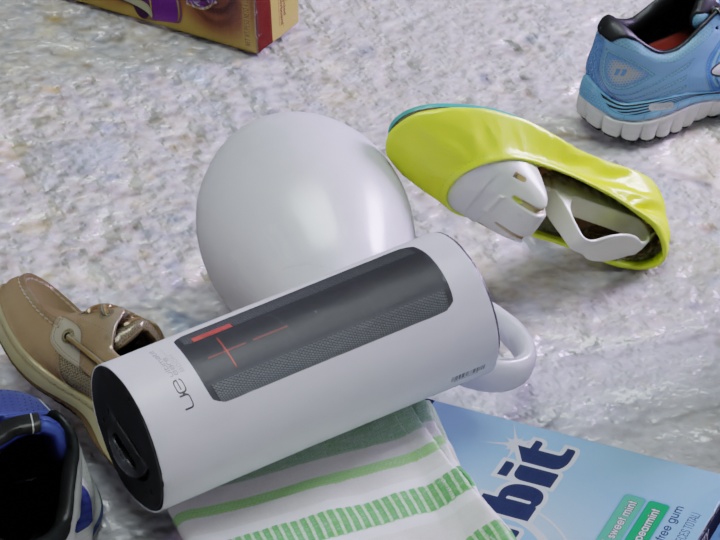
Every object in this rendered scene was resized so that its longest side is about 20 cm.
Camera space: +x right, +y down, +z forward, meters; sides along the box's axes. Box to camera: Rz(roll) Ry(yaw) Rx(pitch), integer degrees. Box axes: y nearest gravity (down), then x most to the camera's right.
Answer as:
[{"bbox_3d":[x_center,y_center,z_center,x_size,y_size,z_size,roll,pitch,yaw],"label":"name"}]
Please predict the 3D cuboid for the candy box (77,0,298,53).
[{"bbox_3d":[-0.140,-0.230,1.995,0.200,0.117,0.056,19,39,29],"label":"candy box"}]

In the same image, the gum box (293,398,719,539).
[{"bbox_3d":[0.066,0.144,1.492,0.199,0.045,0.170,14,38,22],"label":"gum box"}]

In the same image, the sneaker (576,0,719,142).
[{"bbox_3d":[0.232,-0.147,1.873,0.200,0.090,0.078,-18,37,-23],"label":"sneaker"}]

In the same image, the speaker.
[{"bbox_3d":[-0.033,0.051,1.495,0.200,0.081,0.081,-21,38,-22],"label":"speaker"}]

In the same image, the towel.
[{"bbox_3d":[-0.004,0.131,1.456,0.152,0.023,0.200,-15,35,-15],"label":"towel"}]

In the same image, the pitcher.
[{"bbox_3d":[0.000,0.000,1.658,0.171,0.121,0.200,10,30,-23],"label":"pitcher"}]

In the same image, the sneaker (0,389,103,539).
[{"bbox_3d":[-0.170,0.104,1.502,0.080,0.115,0.200,-7,34,-9],"label":"sneaker"}]

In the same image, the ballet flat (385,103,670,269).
[{"bbox_3d":[0.104,-0.043,1.695,0.200,0.067,0.067,17,41,-37],"label":"ballet flat"}]

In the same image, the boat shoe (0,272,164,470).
[{"bbox_3d":[-0.130,0.052,1.601,0.071,0.065,0.200,19,18,-49],"label":"boat shoe"}]
